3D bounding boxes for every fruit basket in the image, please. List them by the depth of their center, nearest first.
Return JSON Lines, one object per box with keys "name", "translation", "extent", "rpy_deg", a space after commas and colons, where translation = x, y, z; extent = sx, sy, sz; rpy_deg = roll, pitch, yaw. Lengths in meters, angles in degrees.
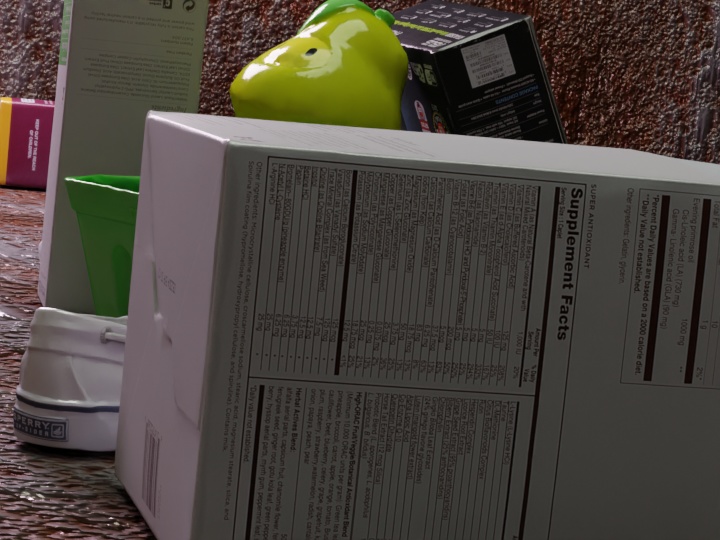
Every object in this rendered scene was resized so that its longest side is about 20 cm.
{"name": "fruit basket", "translation": [-0.046, -0.050, 1.197], "extent": [0.155, 0.216, 0.215], "rpy_deg": [-1, 9, -40]}

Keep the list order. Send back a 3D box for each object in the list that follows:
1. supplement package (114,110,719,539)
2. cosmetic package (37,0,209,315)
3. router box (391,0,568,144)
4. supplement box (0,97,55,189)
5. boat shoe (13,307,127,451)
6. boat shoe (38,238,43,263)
{"name": "supplement package", "translation": [0.028, 0.027, 0.784], "extent": [0.200, 0.147, 0.191], "rpy_deg": [4, 6, -13]}
{"name": "cosmetic package", "translation": [-0.143, -0.074, 1.339], "extent": [0.085, 0.200, 0.108], "rpy_deg": [6, 3, -11]}
{"name": "router box", "translation": [0.063, -0.073, 1.287], "extent": [0.062, 0.150, 0.200], "rpy_deg": [-21, 14, -10]}
{"name": "supplement box", "translation": [-0.266, -0.123, 2.240], "extent": [0.200, 0.086, 0.110], "rpy_deg": [4, 6, -10]}
{"name": "boat shoe", "translation": [-0.072, 0.038, 0.980], "extent": [0.074, 0.065, 0.200], "rpy_deg": [9, 7, 29]}
{"name": "boat shoe", "translation": [-0.115, -0.037, 1.482], "extent": [0.200, 0.067, 0.074], "rpy_deg": [-5, -17, -6]}
